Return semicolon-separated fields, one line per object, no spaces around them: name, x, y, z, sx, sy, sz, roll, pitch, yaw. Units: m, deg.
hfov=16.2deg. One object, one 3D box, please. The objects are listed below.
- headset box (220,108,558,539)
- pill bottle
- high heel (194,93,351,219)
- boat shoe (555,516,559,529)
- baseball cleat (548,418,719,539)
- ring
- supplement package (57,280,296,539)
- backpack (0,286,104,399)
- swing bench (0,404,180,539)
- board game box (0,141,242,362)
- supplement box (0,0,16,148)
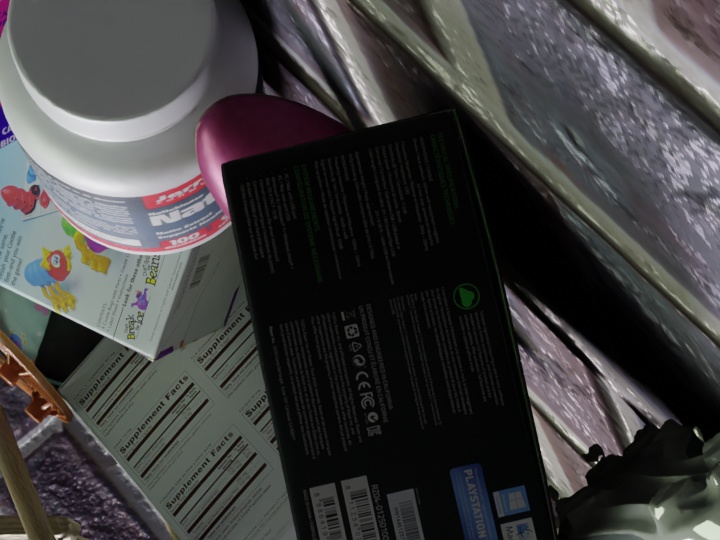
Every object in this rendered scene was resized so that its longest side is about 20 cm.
headset box;0.017;0.059;0.981;0.200;0.092;0.175;75;-177;-72
pill bottle;-0.104;-0.084;1.162;0.120;0.119;0.200;49;173;9
high heel;0.000;0.000;1.122;0.200;0.067;0.096;50;-175;-45
boat shoe;0.042;0.204;1.438;0.057;0.200;0.067;46;-166;29
baseball cleat;0.128;0.106;0.898;0.107;0.070;0.200;51;174;-2
ring;-0.247;0.023;1.493;0.200;0.019;0.201;41;169;10
supplement package;-0.035;0.110;1.498;0.200;0.147;0.191;44;-177;41
backpack;-0.170;0.007;1.636;0.175;0.154;0.199;9;-177;-41
swing bench;-0.149;0.204;1.502;0.200;0.130;0.199;37;179;43
board game box;-0.163;-0.046;1.401;0.199;0.105;0.103;25;-163;14
supplement box;-0.200;-0.158;1.230;0.103;0.101;0.201;45;153;31
